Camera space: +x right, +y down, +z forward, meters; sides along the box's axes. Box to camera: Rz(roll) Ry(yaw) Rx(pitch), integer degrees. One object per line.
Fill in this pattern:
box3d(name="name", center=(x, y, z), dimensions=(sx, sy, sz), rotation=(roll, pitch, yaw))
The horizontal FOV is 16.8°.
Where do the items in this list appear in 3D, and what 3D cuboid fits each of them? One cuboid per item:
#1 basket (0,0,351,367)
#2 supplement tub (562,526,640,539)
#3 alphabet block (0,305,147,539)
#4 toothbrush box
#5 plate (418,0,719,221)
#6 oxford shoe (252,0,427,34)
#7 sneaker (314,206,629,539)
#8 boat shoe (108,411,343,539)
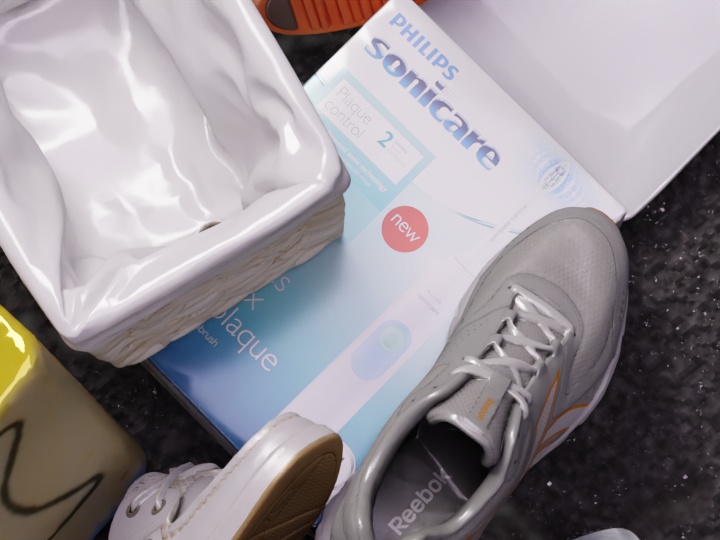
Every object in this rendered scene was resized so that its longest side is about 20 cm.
box3d(name="basket", center=(-0.104, -0.071, 1.017), dimensions=(0.135, 0.123, 0.201), rotation=(-31, 76, -4))
box3d(name="supplement tub", center=(0.041, 0.194, 1.046), dimensions=(0.199, 0.123, 0.123), rotation=(-18, 79, -2))
box3d(name="alphabet block", center=(-0.233, 0.071, 1.023), dimensions=(0.196, 0.200, 0.196), rotation=(37, 81, 16))
box3d(name="toothbrush box", center=(0.000, 0.000, 1.104), dimensions=(0.200, 0.085, 0.146), rotation=(-43, 82, -8))
box3d(name="plate", center=(0.123, -0.155, 1.158), dimensions=(0.199, 0.032, 0.200), rotation=(-43, 82, -6))
box3d(name="oxford shoe", center=(0.027, -0.179, 1.124), dimensions=(0.199, 0.071, 0.073), rotation=(-32, 62, -10))
box3d(name="sneaker", center=(0.056, 0.054, 1.001), dimensions=(0.075, 0.092, 0.201), rotation=(31, 73, 4))
box3d(name="boat shoe", center=(-0.077, 0.116, 1.041), dimensions=(0.071, 0.200, 0.069), rotation=(-20, 64, -46))
